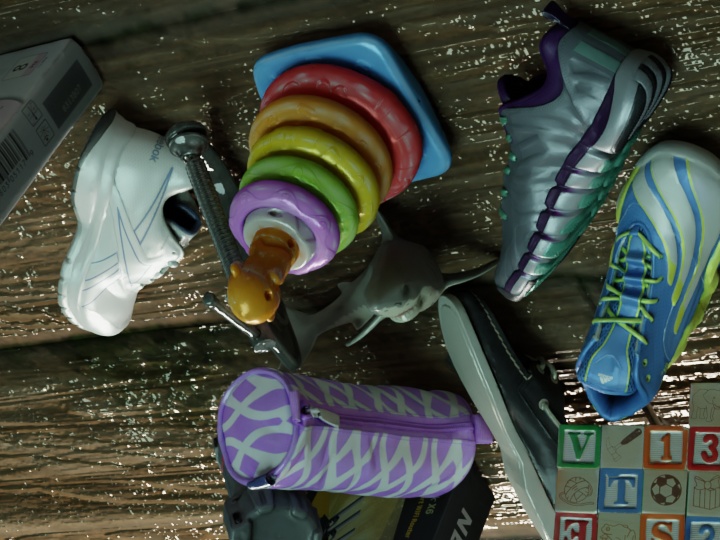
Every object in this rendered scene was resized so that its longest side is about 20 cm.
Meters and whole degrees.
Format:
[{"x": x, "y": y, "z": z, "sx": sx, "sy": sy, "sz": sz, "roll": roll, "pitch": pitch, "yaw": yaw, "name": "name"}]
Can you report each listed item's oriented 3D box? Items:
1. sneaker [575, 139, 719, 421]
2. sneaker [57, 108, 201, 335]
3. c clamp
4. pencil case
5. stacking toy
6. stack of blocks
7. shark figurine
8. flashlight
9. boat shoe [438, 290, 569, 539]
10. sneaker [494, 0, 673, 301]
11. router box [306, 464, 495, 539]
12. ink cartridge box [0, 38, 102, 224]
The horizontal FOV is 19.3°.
[{"x": 0.179, "y": 0.018, "z": 1.296, "sx": 0.076, "sy": 0.105, "sz": 0.200, "roll": 16, "pitch": 139, "yaw": 12, "name": "sneaker"}, {"x": -0.158, "y": -0.019, "z": 1.466, "sx": 0.087, "sy": 0.075, "sz": 0.200, "roll": 18, "pitch": 139, "yaw": 3, "name": "sneaker"}, {"x": -0.080, "y": -0.021, "z": 1.334, "sx": 0.027, "sy": 0.200, "sz": 0.171, "roll": -27, "pitch": 144, "yaw": 7, "name": "c clamp"}, {"x": -0.006, "y": 0.110, "z": 1.439, "sx": 0.085, "sy": 0.084, "sz": 0.200, "roll": -33, "pitch": 153, "yaw": 34, "name": "pencil case"}, {"x": -0.036, "y": -0.039, "z": 1.278, "sx": 0.110, "sy": 0.200, "sz": 0.116, "roll": -10, "pitch": 128, "yaw": 34, "name": "stacking toy"}, {"x": 0.228, "y": 0.134, "z": 1.358, "sx": 0.199, "sy": 0.116, "sz": 0.059, "roll": -1, "pitch": 164, "yaw": 20, "name": "stack of blocks"}, {"x": 0.002, "y": -0.002, "z": 1.413, "sx": 0.090, "sy": 0.128, "sz": 0.214, "roll": 63, "pitch": 152, "yaw": -2, "name": "shark figurine"}, {"x": -0.063, "y": 0.150, "z": 1.499, "sx": 0.068, "sy": 0.200, "sz": 0.068, "roll": -42, "pitch": 109, "yaw": 3, "name": "flashlight"}, {"x": 0.114, "y": 0.094, "z": 1.443, "sx": 0.200, "sy": 0.060, "sz": 0.074, "roll": 64, "pitch": 172, "yaw": -15, "name": "boat shoe"}, {"x": 0.112, "y": -0.072, "z": 1.280, "sx": 0.087, "sy": 0.074, "sz": 0.200, "roll": 36, "pitch": 131, "yaw": 10, "name": "sneaker"}, {"x": -0.007, "y": 0.227, "z": 1.538, "sx": 0.157, "sy": 0.200, "sz": 0.052, "roll": -8, "pitch": 129, "yaw": 33, "name": "router box"}, {"x": -0.287, "y": -0.074, "z": 1.404, "sx": 0.199, "sy": 0.163, "sz": 0.057, "roll": -5, "pitch": 128, "yaw": 32, "name": "ink cartridge box"}]
